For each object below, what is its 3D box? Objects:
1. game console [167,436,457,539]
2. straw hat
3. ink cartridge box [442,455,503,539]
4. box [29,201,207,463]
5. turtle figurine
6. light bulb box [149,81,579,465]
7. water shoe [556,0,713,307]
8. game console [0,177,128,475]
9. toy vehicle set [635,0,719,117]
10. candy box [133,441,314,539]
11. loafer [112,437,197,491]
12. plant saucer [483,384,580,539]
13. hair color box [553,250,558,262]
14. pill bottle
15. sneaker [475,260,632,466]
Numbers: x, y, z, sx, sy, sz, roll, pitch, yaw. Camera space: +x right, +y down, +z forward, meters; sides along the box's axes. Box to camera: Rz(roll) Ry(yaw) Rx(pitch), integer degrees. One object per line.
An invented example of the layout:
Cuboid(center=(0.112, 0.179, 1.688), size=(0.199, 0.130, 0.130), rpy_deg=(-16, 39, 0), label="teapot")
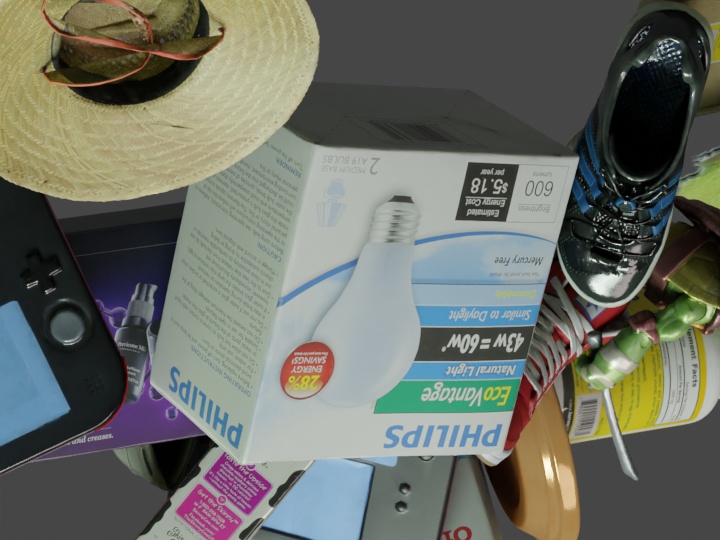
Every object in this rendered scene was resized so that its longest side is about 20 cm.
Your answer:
Cuboid(center=(-0.030, 0.120, 1.785), size=(0.199, 0.178, 0.031), rpy_deg=(14, -168, 10), label="game console")
Cuboid(center=(-0.121, -0.132, 1.301), size=(0.200, 0.085, 0.202), rpy_deg=(-13, 145, -9), label="straw hat")
Cuboid(center=(0.016, 0.149, 1.903), size=(0.144, 0.201, 0.145), rpy_deg=(-17, 163, 4), label="ink cartridge box")
Cuboid(center=(-0.179, 0.040, 1.584), size=(0.199, 0.142, 0.079), rpy_deg=(-9, -172, -18), label="box")
Cuboid(center=(0.173, 0.015, 1.639), size=(0.144, 0.194, 0.200), rpy_deg=(-39, 165, -13), label="turtle figurine")
Cuboid(center=(0.000, 0.000, 1.523), size=(0.197, 0.125, 0.201), rpy_deg=(0, 112, -34), label="light bulb box")
Cuboid(center=(0.154, -0.060, 1.499), size=(0.071, 0.079, 0.201), rpy_deg=(15, 117, 8), label="water shoe")
Cuboid(center=(-0.252, 0.042, 1.502), size=(0.199, 0.178, 0.031), rpy_deg=(-25, -172, 5), label="game console")
Cuboid(center=(0.229, -0.152, 1.568), size=(0.123, 0.027, 0.200), rpy_deg=(-12, 158, -9), label="toy vehicle set")
Cuboid(center=(-0.081, 0.142, 1.700), size=(0.200, 0.061, 0.136), rpy_deg=(-51, 179, 11), label="candy box")
Cuboid(center=(-0.125, 0.063, 1.723), size=(0.070, 0.070, 0.201), rpy_deg=(-20, 139, -33), label="loafer")
Cuboid(center=(0.111, 0.108, 1.857), size=(0.037, 0.201, 0.200), rpy_deg=(-16, 159, -7), label="plant saucer")
Cuboid(center=(0.052, -0.029, 1.700), size=(0.199, 0.062, 0.101), rpy_deg=(3, 152, -38), label="hair color box")
Cuboid(center=(0.210, 0.070, 1.979), size=(0.199, 0.113, 0.113), rpy_deg=(-8, 157, -19), label="pill bottle")
Cuboid(center=(0.121, 0.049, 1.671), size=(0.112, 0.071, 0.200), rpy_deg=(-29, -163, 21), label="sneaker")
